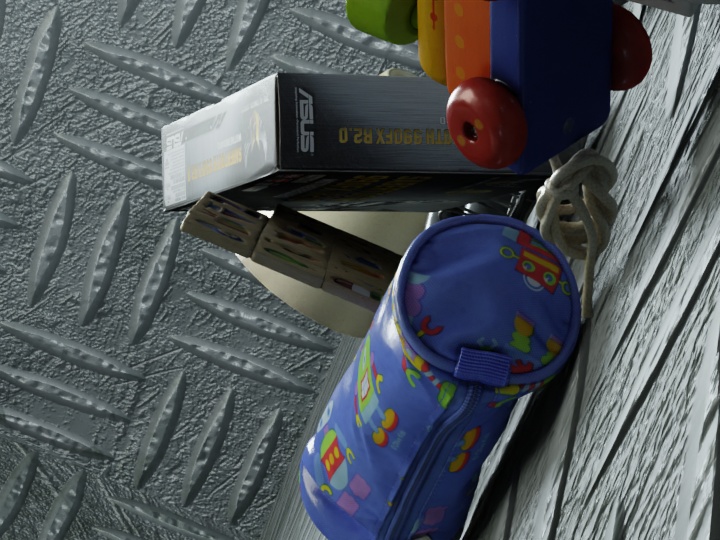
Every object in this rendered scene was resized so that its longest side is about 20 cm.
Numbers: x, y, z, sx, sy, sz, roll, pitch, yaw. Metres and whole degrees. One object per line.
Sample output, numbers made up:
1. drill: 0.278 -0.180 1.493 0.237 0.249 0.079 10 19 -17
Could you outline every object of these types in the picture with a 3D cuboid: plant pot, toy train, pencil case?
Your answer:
1. plant pot: 0.005 -0.075 2.286 0.200 0.187 0.187 -53 7 21
2. toy train: 0.041 -0.082 0.952 0.085 0.116 0.201 -32 -44 -32
3. pencil case: 0.029 0.059 1.073 0.200 0.078 0.087 114 161 -56

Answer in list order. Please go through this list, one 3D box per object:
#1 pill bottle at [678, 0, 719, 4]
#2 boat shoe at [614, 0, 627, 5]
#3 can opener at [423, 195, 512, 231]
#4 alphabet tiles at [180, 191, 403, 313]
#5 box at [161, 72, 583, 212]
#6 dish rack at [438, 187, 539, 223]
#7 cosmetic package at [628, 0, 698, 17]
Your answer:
1. pill bottle: 0.117 -0.190 0.778 0.113 0.112 0.201 -72 3 -63
2. boat shoe: 0.150 -0.211 1.285 0.063 0.072 0.201 39 -121 -46
3. can opener: 0.079 -0.055 1.515 0.053 0.066 0.200 -14 43 36
4. alphabet tiles: 0.000 0.000 1.209 0.200 0.167 0.008 -82 15 -83
5. box: 0.000 -0.061 1.293 0.200 0.158 0.049 169 101 -69
6. dish rack: 0.088 -0.084 1.397 0.154 0.054 0.200 112 178 -49
7. cosmetic package: 0.095 -0.194 0.931 0.200 0.101 0.074 89 -158 -49
